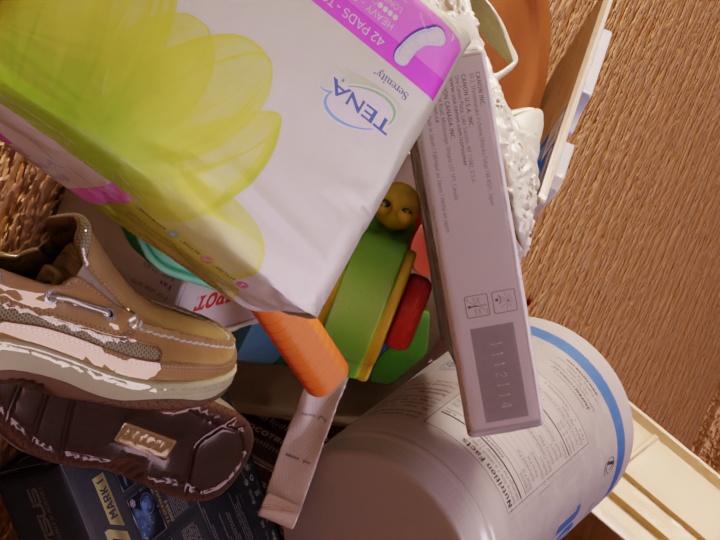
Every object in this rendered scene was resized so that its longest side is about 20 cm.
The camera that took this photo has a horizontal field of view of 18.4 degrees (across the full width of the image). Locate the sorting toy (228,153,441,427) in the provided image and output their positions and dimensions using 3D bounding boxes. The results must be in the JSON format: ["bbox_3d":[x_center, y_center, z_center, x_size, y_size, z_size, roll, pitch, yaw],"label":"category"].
[{"bbox_3d":[0.000,0.000,1.294,0.185,0.036,0.200,11,109,-42],"label":"sorting toy"}]

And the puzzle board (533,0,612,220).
[{"bbox_3d":[0.110,-0.065,1.379,0.151,0.017,0.200,120,-7,-49],"label":"puzzle board"}]

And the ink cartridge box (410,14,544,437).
[{"bbox_3d":[0.054,-0.035,1.177,0.176,0.045,0.200,-96,176,-74],"label":"ink cartridge box"}]

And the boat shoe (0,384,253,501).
[{"bbox_3d":[-0.140,0.056,1.088,0.075,0.075,0.202,-53,138,-3],"label":"boat shoe"}]

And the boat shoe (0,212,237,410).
[{"bbox_3d":[-0.128,0.013,0.966,0.200,0.072,0.076,9,102,-45],"label":"boat shoe"}]

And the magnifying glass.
[{"bbox_3d":[-0.052,-0.003,1.043,0.080,0.022,0.200,-45,140,-12],"label":"magnifying glass"}]

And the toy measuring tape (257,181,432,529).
[{"bbox_3d":[-0.013,0.048,1.167,0.200,0.073,0.074,-68,162,9],"label":"toy measuring tape"}]

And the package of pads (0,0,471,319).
[{"bbox_3d":[-0.065,-0.088,0.930,0.200,0.068,0.155,36,77,-29],"label":"package of pads"}]

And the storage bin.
[{"bbox_3d":[0.179,0.212,1.472,0.094,0.198,0.200,-31,146,-32],"label":"storage bin"}]

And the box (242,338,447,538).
[{"bbox_3d":[0.006,0.152,1.482,0.200,0.164,0.166,-44,153,-47],"label":"box"}]

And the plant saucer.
[{"bbox_3d":[0.067,-0.132,1.362,0.200,0.037,0.201,-23,118,-55],"label":"plant saucer"}]

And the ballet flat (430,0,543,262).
[{"bbox_3d":[0.066,-0.099,1.242,0.072,0.200,0.072,-21,170,-4],"label":"ballet flat"}]

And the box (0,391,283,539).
[{"bbox_3d":[-0.102,0.165,1.203,0.158,0.051,0.200,-38,109,-57],"label":"box"}]

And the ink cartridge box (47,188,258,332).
[{"bbox_3d":[-0.062,-0.076,1.096,0.200,0.086,0.146,-67,162,16],"label":"ink cartridge box"}]

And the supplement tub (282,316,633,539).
[{"bbox_3d":[0.061,0.120,1.292,0.200,0.132,0.132,-34,147,-48],"label":"supplement tub"}]
